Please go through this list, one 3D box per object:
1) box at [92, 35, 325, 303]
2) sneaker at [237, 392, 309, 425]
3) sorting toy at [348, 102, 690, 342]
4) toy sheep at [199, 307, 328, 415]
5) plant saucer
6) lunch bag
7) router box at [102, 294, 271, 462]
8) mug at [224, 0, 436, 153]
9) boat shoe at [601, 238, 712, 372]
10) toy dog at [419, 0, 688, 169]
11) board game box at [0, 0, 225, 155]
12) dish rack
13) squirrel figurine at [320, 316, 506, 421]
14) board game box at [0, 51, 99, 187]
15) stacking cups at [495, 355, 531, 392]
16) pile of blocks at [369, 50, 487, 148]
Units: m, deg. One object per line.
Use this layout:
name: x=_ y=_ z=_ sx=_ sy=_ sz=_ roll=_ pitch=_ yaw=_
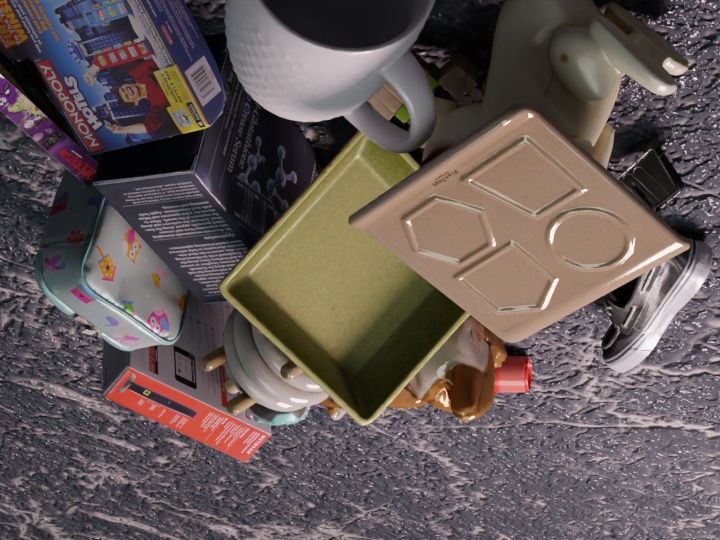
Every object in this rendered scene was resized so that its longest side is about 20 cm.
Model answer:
box: x=-0.130 y=-0.085 z=1.387 sx=0.107 sy=0.149 sz=0.200 roll=-5 pitch=146 yaw=25
sneaker: x=-0.095 y=0.075 z=1.609 sx=0.077 sy=0.200 sz=0.092 roll=-6 pitch=130 yaw=-9
sorting toy: x=0.120 y=-0.034 z=1.171 sx=0.200 sy=0.037 sz=0.185 roll=34 pitch=134 yaw=-27
toy sheep: x=-0.073 y=0.073 z=1.468 sx=0.138 sy=0.138 sz=0.200 roll=31 pitch=140 yaw=-30
plant saucer: x=0.000 y=0.000 z=1.361 sx=0.200 sy=0.200 sz=0.048 roll=45 pitch=175 yaw=-25
lunch bag: x=-0.219 y=-0.027 z=1.460 sx=0.077 sy=0.201 sz=0.160 roll=-8 pitch=146 yaw=32
router box: x=-0.187 y=0.088 z=1.642 sx=0.179 sy=0.200 sz=0.049 roll=30 pitch=118 yaw=-27
mug: x=-0.016 y=-0.173 z=1.178 sx=0.200 sy=0.148 sz=0.175 roll=48 pitch=158 yaw=6
boat shoe: x=0.276 y=0.025 z=1.530 sx=0.071 sy=0.072 sz=0.200 roll=23 pitch=138 yaw=-3
toy dog: x=0.129 y=-0.122 z=1.197 sx=0.194 sy=0.140 sz=0.200 roll=36 pitch=112 yaw=-5
board game box: x=-0.224 y=-0.200 z=1.261 sx=0.199 sy=0.062 sz=0.201 roll=-7 pitch=120 yaw=39
dish rack: x=0.191 y=-0.024 z=1.322 sx=0.055 sy=0.200 sz=0.153 roll=49 pitch=126 yaw=7
squirrel figurine: x=0.042 y=0.091 z=1.575 sx=0.186 sy=0.142 sz=0.200 roll=-19 pitch=180 yaw=23
board game box: x=-0.301 y=-0.155 z=1.335 sx=0.032 sy=0.120 sz=0.200 roll=-37 pitch=153 yaw=1
stacking cups: x=0.093 y=0.113 z=1.743 sx=0.199 sy=0.061 sz=0.061 roll=-1 pitch=147 yaw=11
pile of blocks: x=0.089 y=-0.143 z=1.298 sx=0.199 sy=0.062 sz=0.082 roll=17 pitch=112 yaw=-1
